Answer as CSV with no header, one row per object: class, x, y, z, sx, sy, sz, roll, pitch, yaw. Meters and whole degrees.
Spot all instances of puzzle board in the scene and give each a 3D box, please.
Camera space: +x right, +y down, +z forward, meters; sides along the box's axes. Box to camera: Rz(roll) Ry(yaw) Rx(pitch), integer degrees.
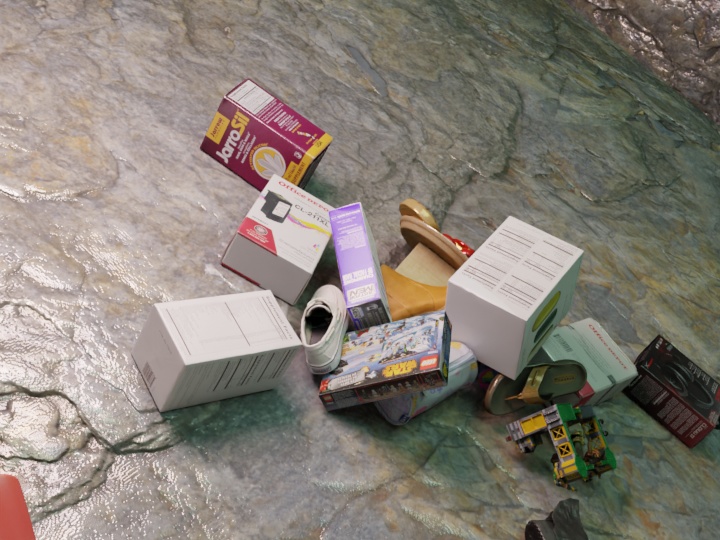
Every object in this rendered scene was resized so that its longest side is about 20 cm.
puzzle board,0.138,0.062,1.749,0.200,0.017,0.151,38,66,10

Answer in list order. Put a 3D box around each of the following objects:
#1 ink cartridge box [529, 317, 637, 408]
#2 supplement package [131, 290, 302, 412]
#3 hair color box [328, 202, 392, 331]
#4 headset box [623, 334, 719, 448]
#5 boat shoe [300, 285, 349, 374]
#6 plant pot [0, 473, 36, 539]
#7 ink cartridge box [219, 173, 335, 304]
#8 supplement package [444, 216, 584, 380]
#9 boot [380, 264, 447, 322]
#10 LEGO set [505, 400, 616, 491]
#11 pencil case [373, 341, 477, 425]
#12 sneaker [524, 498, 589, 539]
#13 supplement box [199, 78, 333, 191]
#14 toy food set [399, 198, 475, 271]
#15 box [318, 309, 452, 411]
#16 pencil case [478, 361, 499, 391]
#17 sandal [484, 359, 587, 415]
ink cartridge box,0.401,0.180,1.815,0.199,0.085,0.146,-12,57,-43
supplement package,-0.205,0.113,1.403,0.199,0.110,0.114,-6,52,-41
hair color box,0.000,0.000,1.637,0.065,0.109,0.201,-16,55,4
headset box,0.629,0.243,1.927,0.200,0.077,0.149,40,37,11
boat shoe,-0.063,0.078,1.566,0.072,0.066,0.200,-8,36,14
plant pot,-0.398,0.328,0.963,0.200,0.200,0.178,-15,69,-46
ink cartridge box,-0.133,-0.058,1.674,0.145,0.083,0.200,29,37,-5
supplement package,0.256,0.044,1.652,0.150,0.152,0.200,28,50,24
boot,0.095,0.034,1.709,0.201,0.071,0.144,-40,73,-23
LEGO set,0.329,0.298,1.633,0.200,0.116,0.154,-7,71,-58
pencil case,0.108,0.179,1.587,0.200,0.091,0.083,-19,61,-48
sneaker,0.318,0.438,1.481,0.104,0.060,0.200,8,40,-25
supplement box,-0.173,-0.236,1.803,0.200,0.131,0.103,34,36,2
toy food set,0.151,-0.043,1.820,0.200,0.198,0.049,36,79,21
box,0.040,0.139,1.509,0.137,0.199,0.040,-77,147,-52
pencil case,0.254,0.138,1.754,0.088,0.089,0.200,27,36,-10
sandal,0.304,0.199,1.651,0.199,0.082,0.055,-7,13,-19
